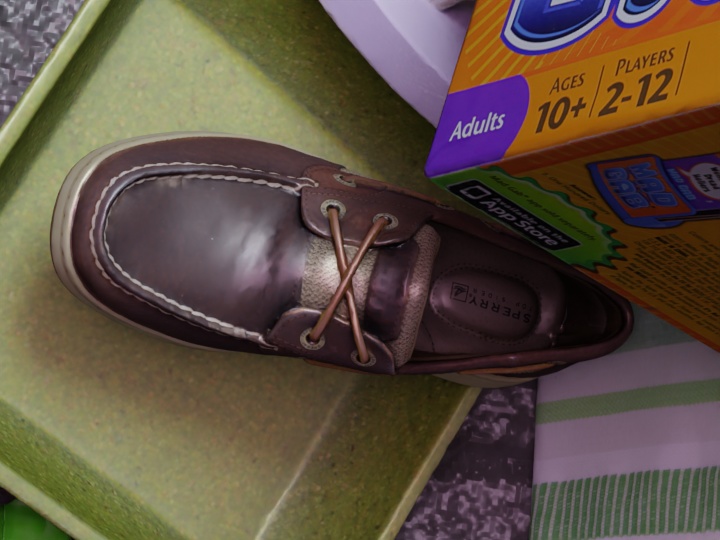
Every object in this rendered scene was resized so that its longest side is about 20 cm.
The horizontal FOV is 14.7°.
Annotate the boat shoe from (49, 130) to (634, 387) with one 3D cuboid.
[{"bbox_3d":[0.000,0.000,0.895,0.200,0.072,0.072,16,84,-31],"label":"boat shoe"}]

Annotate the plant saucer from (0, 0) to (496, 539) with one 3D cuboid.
[{"bbox_3d":[-0.051,0.005,0.935,0.200,0.048,0.200,40,72,-27],"label":"plant saucer"}]

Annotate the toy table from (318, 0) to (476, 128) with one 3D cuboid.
[{"bbox_3d":[0.058,-0.130,0.934,0.200,0.117,0.184,42,42,-27],"label":"toy table"}]

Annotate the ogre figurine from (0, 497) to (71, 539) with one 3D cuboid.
[{"bbox_3d":[-0.155,0.117,0.916,0.120,0.098,0.201,4,81,-9],"label":"ogre figurine"}]

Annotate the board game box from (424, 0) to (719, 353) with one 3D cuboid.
[{"bbox_3d":[0.176,-0.084,0.780,0.200,0.200,0.200,29,67,-29],"label":"board game box"}]

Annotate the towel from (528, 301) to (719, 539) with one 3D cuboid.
[{"bbox_3d":[0.096,0.091,0.913,0.023,0.152,0.201,12,76,-30],"label":"towel"}]
